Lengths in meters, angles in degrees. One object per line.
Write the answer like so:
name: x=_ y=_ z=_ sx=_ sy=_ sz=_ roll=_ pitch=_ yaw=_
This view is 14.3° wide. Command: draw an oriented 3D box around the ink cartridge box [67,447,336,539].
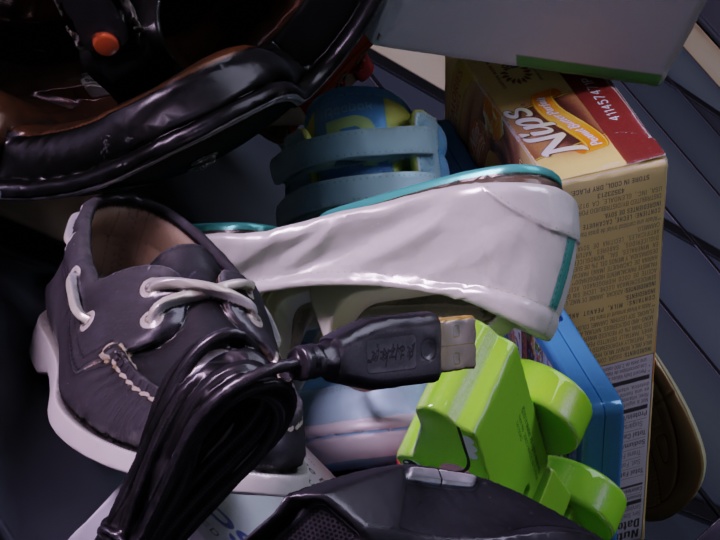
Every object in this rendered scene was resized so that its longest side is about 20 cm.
ink cartridge box: x=0.014 y=0.130 z=0.921 sx=0.200 sy=0.041 sz=0.200 roll=46 pitch=13 yaw=6

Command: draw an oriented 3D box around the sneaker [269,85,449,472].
sneaker: x=0.000 y=0.000 z=1.069 sx=0.200 sy=0.079 sz=0.131 roll=-99 pitch=-178 yaw=-82

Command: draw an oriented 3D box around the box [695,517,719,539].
box: x=0.221 y=0.177 z=1.256 sx=0.182 sy=0.104 sz=0.200 roll=48 pitch=14 yaw=10

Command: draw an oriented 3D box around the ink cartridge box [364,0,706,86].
ink cartridge box: x=0.037 y=-0.169 z=1.153 sx=0.144 sy=0.084 sz=0.200 roll=5 pitch=34 yaw=-33

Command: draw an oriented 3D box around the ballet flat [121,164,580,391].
ballet flat: x=-0.017 y=0.011 z=0.980 sx=0.069 sy=0.199 sz=0.070 roll=26 pitch=60 yaw=-56

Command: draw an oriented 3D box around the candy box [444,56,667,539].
candy box: x=0.077 y=0.009 z=1.187 sx=0.116 sy=0.055 sz=0.201 roll=-119 pitch=-159 yaw=-49

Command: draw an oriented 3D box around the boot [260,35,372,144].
boot: x=-0.018 y=-0.110 z=1.228 sx=0.075 sy=0.108 sz=0.199 roll=9 pitch=12 yaw=44

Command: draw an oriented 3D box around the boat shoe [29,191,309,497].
boat shoe: x=-0.057 y=0.021 z=0.885 sx=0.073 sy=0.061 sz=0.200 roll=12 pitch=9 yaw=-15

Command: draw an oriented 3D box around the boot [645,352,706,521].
boot: x=0.110 y=0.038 z=1.419 sx=0.200 sy=0.072 sz=0.155 roll=48 pitch=12 yaw=16

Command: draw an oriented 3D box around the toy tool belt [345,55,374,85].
toy tool belt: x=-0.091 y=-0.145 z=1.336 sx=0.201 sy=0.122 sz=0.125 roll=61 pitch=2 yaw=14

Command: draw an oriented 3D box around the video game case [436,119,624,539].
video game case: x=0.058 y=0.052 z=1.135 sx=0.018 sy=0.144 sz=0.200 roll=-9 pitch=36 yaw=-14

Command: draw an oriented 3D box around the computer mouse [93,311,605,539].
computer mouse: x=0.003 y=0.060 z=0.784 sx=0.199 sy=0.141 sz=0.046 roll=4 pitch=36 yaw=-39

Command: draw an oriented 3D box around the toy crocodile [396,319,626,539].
toy crocodile: x=0.045 y=0.080 z=0.974 sx=0.061 sy=0.068 sz=0.200 roll=16 pitch=-24 yaw=22

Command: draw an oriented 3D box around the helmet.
helmet: x=-0.090 y=-0.123 z=1.021 sx=0.200 sy=0.200 sz=0.191 roll=44 pitch=30 yaw=-1
